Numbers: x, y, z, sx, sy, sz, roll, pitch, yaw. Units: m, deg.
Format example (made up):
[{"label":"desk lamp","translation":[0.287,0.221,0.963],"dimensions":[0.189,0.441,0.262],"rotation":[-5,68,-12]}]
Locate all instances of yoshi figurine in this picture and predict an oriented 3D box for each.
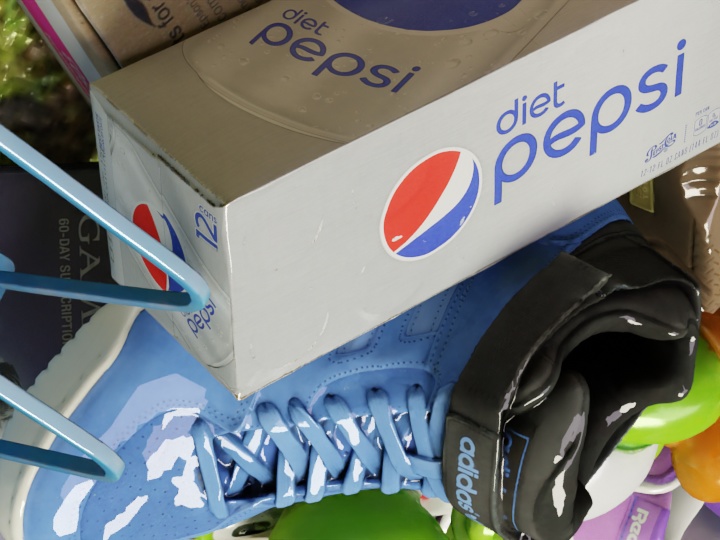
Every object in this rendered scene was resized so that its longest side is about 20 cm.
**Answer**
[{"label":"yoshi figurine","translation":[0.043,0.073,0.770],"dimensions":[0.199,0.112,0.113],"rotation":[-10,117,-18]}]

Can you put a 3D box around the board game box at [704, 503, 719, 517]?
[{"label":"board game box","translation":[0.207,0.084,0.962],"dimensions":[0.134,0.200,0.045],"rotation":[-6,124,-42]}]

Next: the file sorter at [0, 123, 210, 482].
[{"label":"file sorter","translation":[-0.146,0.055,0.577],"dimensions":[0.139,0.122,0.201],"rotation":[38,70,-37]}]

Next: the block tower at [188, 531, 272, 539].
[{"label":"block tower","translation":[-0.096,0.150,0.826],"dimensions":[0.054,0.058,0.201],"rotation":[2,124,-48]}]

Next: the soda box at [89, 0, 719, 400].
[{"label":"soda box","translation":[0.028,-0.048,0.665],"dimensions":[0.199,0.063,0.069],"rotation":[-28,138,-26]}]

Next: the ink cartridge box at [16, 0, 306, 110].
[{"label":"ink cartridge box","translation":[-0.015,-0.105,0.686],"dimensions":[0.165,0.075,0.200],"rotation":[-41,143,-9]}]

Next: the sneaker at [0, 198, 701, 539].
[{"label":"sneaker","translation":[0.004,0.040,0.680],"dimensions":[0.199,0.111,0.077],"rotation":[-29,140,-23]}]

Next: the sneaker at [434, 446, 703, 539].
[{"label":"sneaker","translation":[0.046,0.069,0.861],"dimensions":[0.200,0.114,0.073],"rotation":[-20,135,-31]}]

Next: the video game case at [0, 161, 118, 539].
[{"label":"video game case","translation":[-0.145,0.044,0.675],"dimensions":[0.199,0.019,0.144],"rotation":[-4,94,-43]}]

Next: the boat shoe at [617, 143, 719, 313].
[{"label":"boat shoe","translation":[0.118,-0.075,0.862],"dimensions":[0.076,0.071,0.201],"rotation":[-44,149,-35]}]

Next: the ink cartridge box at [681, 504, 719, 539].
[{"label":"ink cartridge box","translation":[0.046,0.155,0.956],"dimensions":[0.199,0.083,0.147],"rotation":[-10,127,-40]}]
